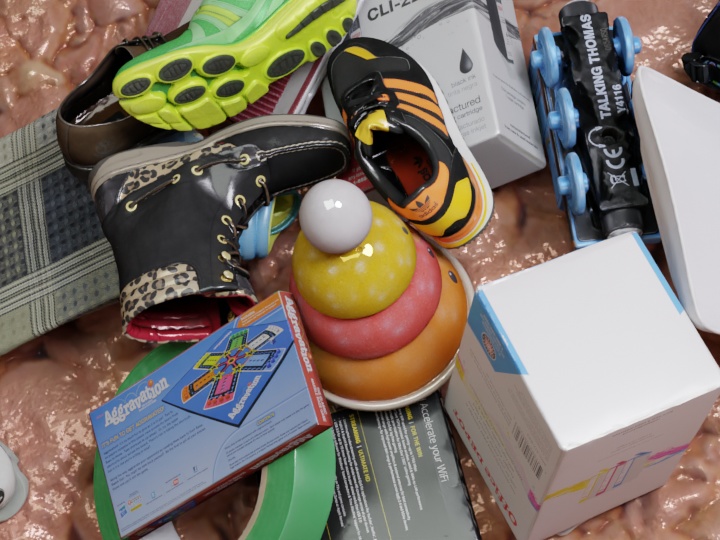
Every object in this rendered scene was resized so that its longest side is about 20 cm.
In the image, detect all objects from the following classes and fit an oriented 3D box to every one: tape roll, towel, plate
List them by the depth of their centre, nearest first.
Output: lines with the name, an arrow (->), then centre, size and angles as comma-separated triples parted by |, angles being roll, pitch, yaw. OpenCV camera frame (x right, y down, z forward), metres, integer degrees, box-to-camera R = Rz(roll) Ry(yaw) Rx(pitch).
plate -> 0.263, -0.030, 1.256 | 0.032, 0.199, 0.201 | -27, 62, 35
tape roll -> -0.109, 0.147, 1.282 | 0.200, 0.048, 0.201 | -8, 76, 36
towel -> -0.260, -0.031, 1.413 | 0.200, 0.035, 0.193 | -23, 63, 24
towel -> -0.091, -0.195, 1.421 | 0.200, 0.023, 0.144 | 31, 96, 39

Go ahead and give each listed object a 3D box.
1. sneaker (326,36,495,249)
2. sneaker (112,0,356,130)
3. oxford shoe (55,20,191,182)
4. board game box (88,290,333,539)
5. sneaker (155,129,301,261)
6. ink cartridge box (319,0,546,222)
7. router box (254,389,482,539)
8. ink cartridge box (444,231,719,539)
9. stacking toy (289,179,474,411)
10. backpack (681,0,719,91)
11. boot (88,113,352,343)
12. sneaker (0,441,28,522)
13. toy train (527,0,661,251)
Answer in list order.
sneaker -> 0.022, -0.107, 1.265 | 0.070, 0.090, 0.200 | -41, 57, 16
sneaker -> -0.098, -0.170, 1.317 | 0.200, 0.074, 0.084 | -29, 45, -19
oxford shoe -> -0.148, -0.151, 1.351 | 0.200, 0.084, 0.073 | -41, 65, -16
board game box -> -0.110, 0.105, 1.248 | 0.200, 0.019, 0.103 | -32, 65, 30
sneaker -> -0.118, -0.078, 1.411 | 0.130, 0.080, 0.200 | -8, 55, -9
ink cartridge box -> 0.048, -0.156, 1.371 | 0.144, 0.084, 0.201 | -21, 64, 26
router box -> -0.001, 0.149, 1.302 | 0.149, 0.051, 0.200 | -16, 67, 4
ink cartridge box -> 0.147, 0.090, 1.225 | 0.125, 0.200, 0.129 | -21, 65, -15
stacking toy -> 0.000, 0.000, 1.226 | 0.146, 0.200, 0.147 | -4, 64, 9
backpack -> 0.364, -0.167, 1.282 | 0.200, 0.183, 0.135 | 39, 64, 9
boot -> -0.094, -0.031, 1.283 | 0.199, 0.073, 0.151 | -10, 53, -4
sneaker -> -0.343, 0.110, 1.374 | 0.200, 0.089, 0.074 | 37, 82, 24
toy train -> 0.178, -0.102, 1.326 | 0.086, 0.114, 0.201 | -8, 68, -2
